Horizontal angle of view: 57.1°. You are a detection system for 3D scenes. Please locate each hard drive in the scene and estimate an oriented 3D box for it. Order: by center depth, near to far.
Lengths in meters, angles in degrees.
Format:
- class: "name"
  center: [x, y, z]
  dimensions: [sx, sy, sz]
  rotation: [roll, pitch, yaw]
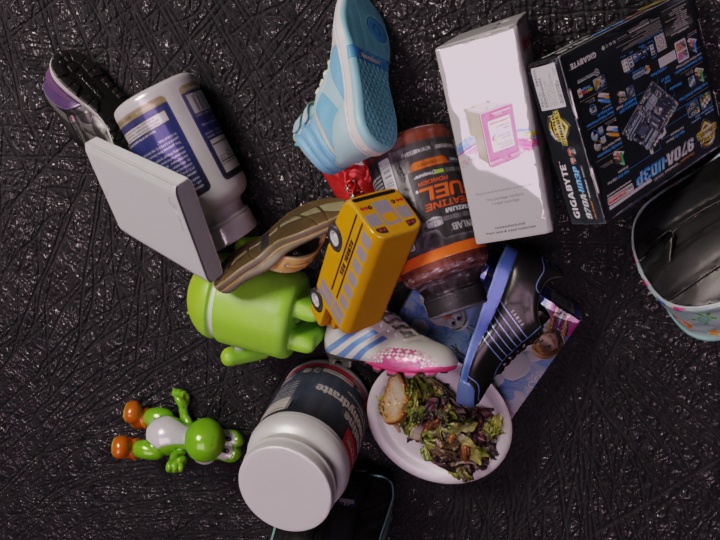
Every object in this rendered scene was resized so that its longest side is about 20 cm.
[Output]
- class: "hard drive"
  center: [-0.251, -0.076, 0.799]
  dimensions: [0.197, 0.026, 0.134]
  rotation: [25, 140, 36]

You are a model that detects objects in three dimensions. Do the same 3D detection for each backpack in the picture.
- class: "backpack"
  center: [0.386, -0.027, 0.666]
  dimensions: [0.197, 0.181, 0.150]
  rotation: [-30, 132, 24]
- class: "backpack"
  center: [-0.045, 0.401, 0.947]
  dimensions: [0.171, 0.202, 0.156]
  rotation: [9, 130, 9]

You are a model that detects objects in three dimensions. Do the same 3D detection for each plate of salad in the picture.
- class: "plate of salad"
  center: [0.099, 0.205, 0.868]
  dimensions: [0.194, 0.048, 0.205]
  rotation: [7, 116, 15]

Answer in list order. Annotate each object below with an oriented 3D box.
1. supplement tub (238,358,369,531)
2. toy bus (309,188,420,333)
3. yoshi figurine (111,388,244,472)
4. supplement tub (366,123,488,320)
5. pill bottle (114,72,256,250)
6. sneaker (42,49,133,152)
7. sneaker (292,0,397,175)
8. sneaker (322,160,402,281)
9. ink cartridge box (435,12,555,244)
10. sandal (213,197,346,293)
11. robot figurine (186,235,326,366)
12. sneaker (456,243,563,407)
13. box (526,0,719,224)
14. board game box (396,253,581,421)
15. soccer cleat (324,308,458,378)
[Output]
- class: "supplement tub"
  center: [-0.068, 0.225, 0.880]
  dimensions: [0.136, 0.201, 0.144]
  rotation: [5, 114, 12]
- class: "toy bus"
  center: [0.000, 0.000, 0.740]
  dimensions: [0.079, 0.064, 0.202]
  rotation: [54, 145, 28]
- class: "yoshi figurine"
  center: [-0.277, 0.249, 1.002]
  dimensions: [0.194, 0.112, 0.116]
  rotation: [4, 107, 10]
- class: "supplement tub"
  center: [0.081, -0.052, 0.746]
  dimensions: [0.105, 0.106, 0.205]
  rotation: [-20, 84, 22]
- class: "pill bottle"
  center: [-0.210, -0.128, 0.826]
  dimensions: [0.109, 0.111, 0.204]
  rotation: [-21, 105, 22]
- class: "sneaker"
  center: [-0.334, -0.184, 0.872]
  dimensions: [0.087, 0.076, 0.201]
  rotation: [-30, 102, 44]
- class: "sneaker"
  center: [-0.030, -0.203, 0.739]
  dimensions: [0.129, 0.078, 0.206]
  rotation: [-24, 61, 42]
- class: "sneaker"
  center: [0.012, -0.077, 0.800]
  dimensions: [0.076, 0.085, 0.202]
  rotation: [-30, 101, 23]
- class: "ink cartridge box"
  center: [0.149, -0.153, 0.698]
  dimensions: [0.082, 0.145, 0.205]
  rotation: [-7, 110, 21]
- class: "sandal"
  center: [-0.088, -0.023, 0.789]
  dimensions: [0.197, 0.081, 0.054]
  rotation: [-32, 116, 15]
- class: "robot figurine"
  center: [-0.141, 0.045, 0.874]
  dimensions: [0.195, 0.116, 0.180]
  rotation: [13, 108, 10]
- class: "sneaker"
  center: [0.171, 0.076, 0.772]
  dimensions: [0.076, 0.070, 0.205]
  rotation: [20, 105, 13]
- class: "box"
  center: [0.267, -0.162, 0.649]
  dimensions: [0.197, 0.046, 0.162]
  rotation: [-30, 107, -22]
- class: "board game box"
  center: [0.145, 0.083, 0.852]
  dimensions: [0.197, 0.043, 0.202]
  rotation: [29, 117, 3]
- class: "soccer cleat"
  center: [0.031, 0.081, 0.823]
  dimensions: [0.196, 0.069, 0.089]
  rotation: [2, 91, 37]
